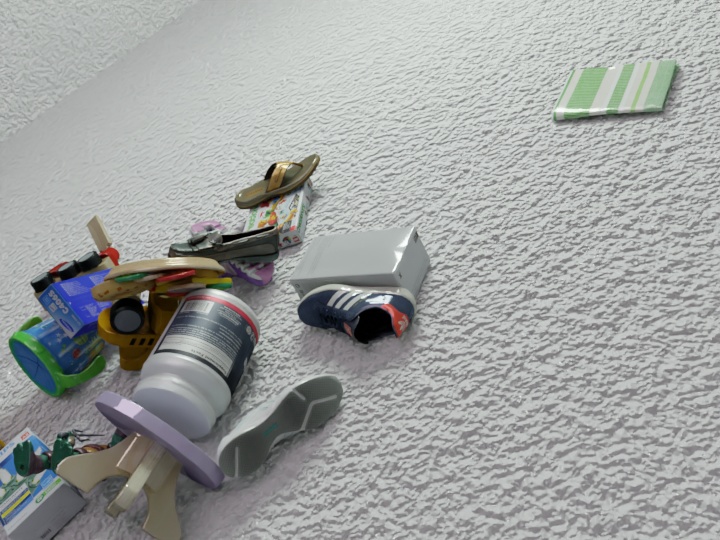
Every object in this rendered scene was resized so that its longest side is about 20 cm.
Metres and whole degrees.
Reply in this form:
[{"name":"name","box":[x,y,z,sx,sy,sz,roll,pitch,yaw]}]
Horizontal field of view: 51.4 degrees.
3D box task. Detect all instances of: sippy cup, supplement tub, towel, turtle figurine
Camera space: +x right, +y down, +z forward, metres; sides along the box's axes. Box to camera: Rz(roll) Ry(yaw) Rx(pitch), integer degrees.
[{"name":"sippy cup","box":[-0.549,0.140,1.378,0.130,0.178,0.140,-43,-1,-37]},{"name":"supplement tub","box":[-0.248,0.140,1.148,0.140,0.141,0.201,-8,40,27]},{"name":"towel","box":[0.456,-0.323,1.348,0.199,0.023,0.153,3,46,35]},{"name":"turtle figurine","box":[-0.395,0.261,1.092,0.149,0.200,0.101,-25,78,15]}]

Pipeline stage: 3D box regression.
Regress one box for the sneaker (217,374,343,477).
[{"name":"sneaker","box":[-0.117,0.204,1.042,0.200,0.071,0.080,-32,14,-15]}]

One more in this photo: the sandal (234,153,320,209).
[{"name":"sandal","box":[-0.174,-0.189,1.524,0.199,0.054,0.080,-24,34,8]}]

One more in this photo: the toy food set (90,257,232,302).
[{"name":"toy food set","box":[-0.315,0.016,1.206,0.197,0.199,0.049,-12,81,39]}]

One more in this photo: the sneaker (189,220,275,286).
[{"name":"sneaker","box":[-0.241,-0.016,1.403,0.200,0.089,0.080,30,33,28]}]

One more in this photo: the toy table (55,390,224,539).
[{"name":"toy table","box":[-0.294,0.267,0.993,0.199,0.184,0.117,31,60,3]}]

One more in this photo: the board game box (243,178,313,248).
[{"name":"board game box","box":[-0.166,-0.111,1.499,0.126,0.035,0.201,-18,36,17]}]

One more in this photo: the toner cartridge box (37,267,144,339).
[{"name":"toner cartridge box","box":[-0.490,0.056,1.377,0.043,0.095,0.200,-42,-4,16]}]

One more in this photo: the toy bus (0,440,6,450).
[{"name":"toy bus","box":[-0.663,0.295,1.265,0.199,0.078,0.065,-5,38,47]}]

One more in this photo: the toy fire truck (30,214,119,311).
[{"name":"toy fire truck","box":[-0.603,-0.015,1.622,0.175,0.129,0.200,-23,24,9]}]

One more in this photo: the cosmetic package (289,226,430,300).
[{"name":"cosmetic package","box":[0.000,0.000,1.206,0.199,0.081,0.113,-2,43,32]}]

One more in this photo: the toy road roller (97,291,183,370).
[{"name":"toy road roller","box":[-0.362,0.097,1.327,0.199,0.147,0.123,3,28,-21]}]

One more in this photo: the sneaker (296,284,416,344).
[{"name":"sneaker","box":[-0.017,0.072,1.130,0.199,0.075,0.085,-7,36,28]}]

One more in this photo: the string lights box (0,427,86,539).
[{"name":"string lights box","box":[-0.510,0.335,1.155,0.103,0.059,0.200,-44,37,-19]}]

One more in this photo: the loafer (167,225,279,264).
[{"name":"loafer","box":[-0.238,-0.050,1.312,0.199,0.063,0.072,-3,30,-26]}]
